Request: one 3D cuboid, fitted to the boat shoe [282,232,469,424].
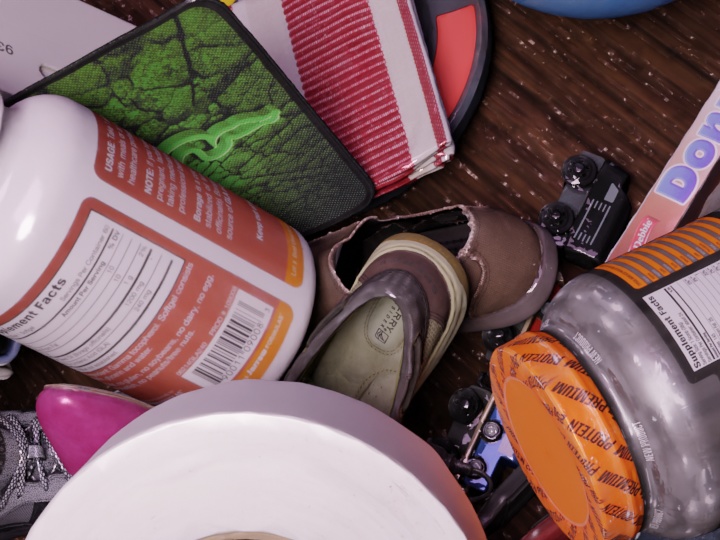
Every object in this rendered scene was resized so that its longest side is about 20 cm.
[{"bbox_3d":[-0.014,0.075,0.748,0.072,0.066,0.201,33,117,16],"label":"boat shoe"}]

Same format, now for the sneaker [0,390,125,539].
[{"bbox_3d":[-0.164,0.097,0.816,0.199,0.114,0.076,-15,71,16],"label":"sneaker"}]

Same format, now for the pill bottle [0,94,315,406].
[{"bbox_3d":[-0.128,-0.012,0.742,0.112,0.200,0.112,-36,38,34],"label":"pill bottle"}]

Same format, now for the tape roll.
[{"bbox_3d":[-0.042,0.149,0.645,0.202,0.071,0.203,0,97,3],"label":"tape roll"}]

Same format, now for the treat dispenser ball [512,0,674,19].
[{"bbox_3d":[0.120,-0.229,0.793,0.200,0.201,0.202,-8,66,18],"label":"treat dispenser ball"}]

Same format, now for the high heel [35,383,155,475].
[{"bbox_3d":[-0.106,0.125,0.735,0.067,0.200,0.096,8,65,18],"label":"high heel"}]

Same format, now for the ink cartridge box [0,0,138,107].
[{"bbox_3d":[-0.216,-0.069,0.855,0.200,0.145,0.084,-30,57,34],"label":"ink cartridge box"}]

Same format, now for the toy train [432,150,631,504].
[{"bbox_3d":[0.088,0.033,0.795,0.046,0.034,0.200,23,78,17],"label":"toy train"}]

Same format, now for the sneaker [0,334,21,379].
[{"bbox_3d":[-0.218,0.040,0.832,0.087,0.200,0.075,8,86,-1],"label":"sneaker"}]

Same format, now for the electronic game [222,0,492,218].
[{"bbox_3d":[-0.022,-0.119,0.895,0.199,0.042,0.201,-8,65,18],"label":"electronic game"}]

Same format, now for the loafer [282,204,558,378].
[{"bbox_3d":[0.000,0.000,0.802,0.199,0.071,0.073,-17,55,31],"label":"loafer"}]

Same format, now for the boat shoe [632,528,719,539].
[{"bbox_3d":[0.132,0.157,0.690,0.071,0.091,0.201,13,74,26],"label":"boat shoe"}]

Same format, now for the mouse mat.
[{"bbox_3d":[-0.112,-0.044,0.796,0.200,0.161,0.008,-24,44,20],"label":"mouse mat"}]

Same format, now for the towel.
[{"bbox_3d":[-0.052,-0.085,0.864,0.199,0.023,0.145,-23,66,18],"label":"towel"}]

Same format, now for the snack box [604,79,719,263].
[{"bbox_3d":[0.183,-0.060,0.771,0.024,0.072,0.200,29,82,30],"label":"snack box"}]

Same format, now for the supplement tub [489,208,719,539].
[{"bbox_3d":[0.164,0.036,0.679,0.199,0.123,0.123,-25,60,-12],"label":"supplement tub"}]

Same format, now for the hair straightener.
[{"bbox_3d":[0.044,0.119,0.734,0.200,0.041,0.077,-36,65,-17],"label":"hair straightener"}]
